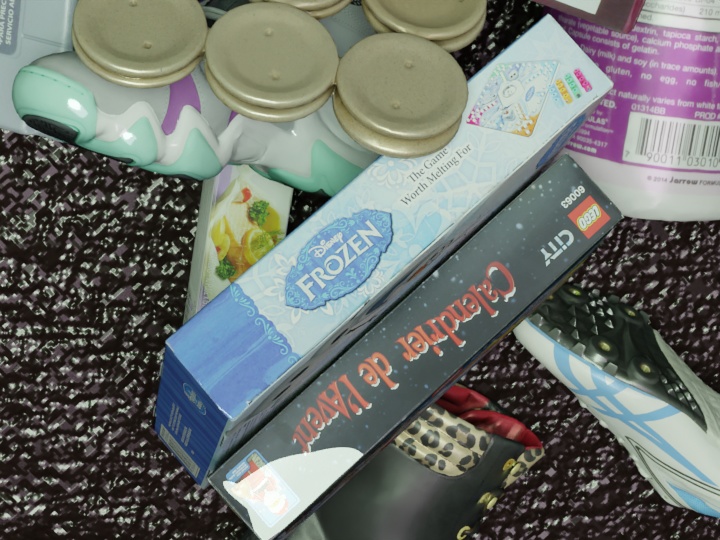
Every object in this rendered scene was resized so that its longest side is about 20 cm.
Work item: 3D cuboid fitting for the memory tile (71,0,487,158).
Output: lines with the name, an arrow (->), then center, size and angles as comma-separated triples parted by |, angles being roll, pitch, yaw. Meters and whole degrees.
memory tile -> -0.022, -0.135, 0.725 | 0.152, 0.201, 0.017 | 11, 143, -3

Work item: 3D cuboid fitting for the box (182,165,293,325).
box -> -0.051, -0.053, 0.863 | 0.038, 0.041, 0.202 | 5, 106, -14

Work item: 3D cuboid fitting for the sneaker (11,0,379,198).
sneaker -> -0.052, -0.109, 0.763 | 0.199, 0.077, 0.141 | 5, 100, -53

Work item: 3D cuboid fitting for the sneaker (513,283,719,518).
sneaker -> 0.150, 0.077, 0.929 | 0.199, 0.072, 0.073 | 35, 119, -13

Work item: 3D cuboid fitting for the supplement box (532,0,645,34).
supplement box -> 0.032, -0.186, 0.707 | 0.199, 0.111, 0.086 | 19, 143, 2

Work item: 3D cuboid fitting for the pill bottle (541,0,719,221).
pill bottle -> 0.139, -0.132, 0.833 | 0.111, 0.112, 0.202 | 4, 107, -11

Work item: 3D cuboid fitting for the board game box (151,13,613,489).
board game box -> 0.000, 0.000, 0.780 | 0.199, 0.200, 0.043 | -40, 85, -15

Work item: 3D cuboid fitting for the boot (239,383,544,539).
boot -> 0.044, 0.144, 0.932 | 0.199, 0.073, 0.151 | 30, 101, -12

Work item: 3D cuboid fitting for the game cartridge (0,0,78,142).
game cartridge -> -0.159, -0.165, 0.773 | 0.132, 0.041, 0.202 | 16, 107, 21

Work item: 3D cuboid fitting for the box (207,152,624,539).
box -> 0.022, 0.041, 0.812 | 0.200, 0.137, 0.038 | -42, 84, -8
